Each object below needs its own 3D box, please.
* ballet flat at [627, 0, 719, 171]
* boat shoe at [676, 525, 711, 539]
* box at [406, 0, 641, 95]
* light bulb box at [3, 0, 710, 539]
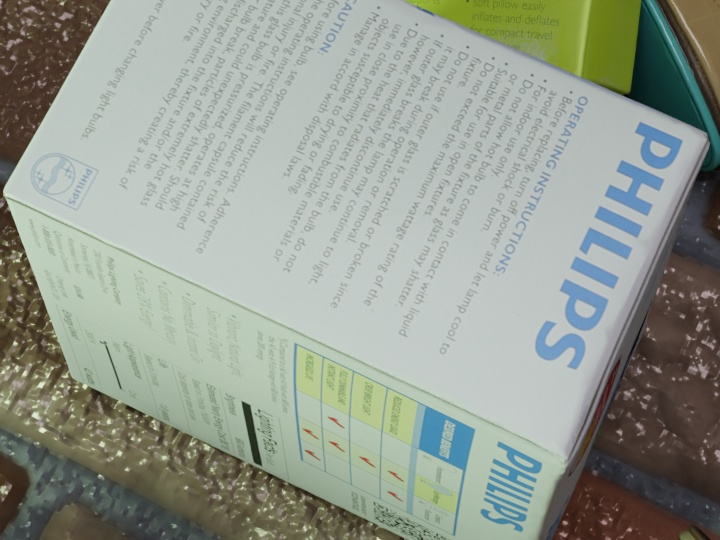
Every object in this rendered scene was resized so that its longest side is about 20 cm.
[{"bbox_3d":[0.110,-0.131,0.954,0.063,0.069,0.200,-30,72,-18],"label":"ballet flat"},{"bbox_3d":[0.153,0.181,0.827,0.067,0.072,0.201,-37,62,10],"label":"boat shoe"},{"bbox_3d":[0.056,-0.173,0.923,0.121,0.048,0.202,7,90,31],"label":"box"},{"bbox_3d":[0.000,0.000,0.831,0.199,0.198,0.125,25,72,8],"label":"light bulb box"}]
